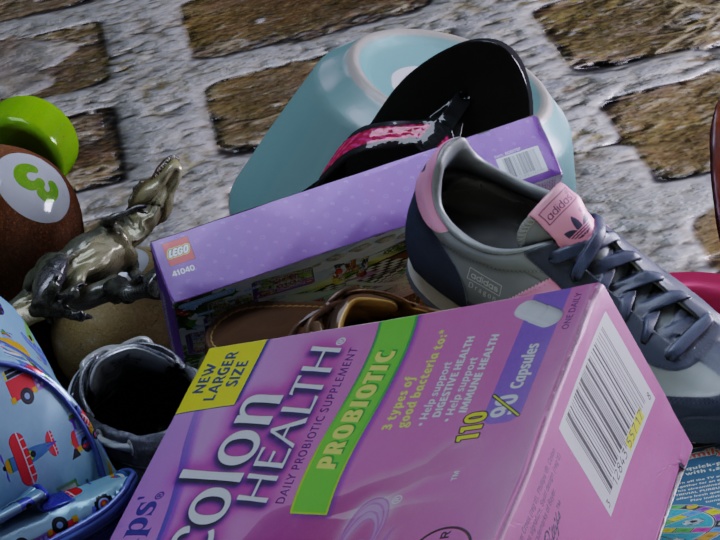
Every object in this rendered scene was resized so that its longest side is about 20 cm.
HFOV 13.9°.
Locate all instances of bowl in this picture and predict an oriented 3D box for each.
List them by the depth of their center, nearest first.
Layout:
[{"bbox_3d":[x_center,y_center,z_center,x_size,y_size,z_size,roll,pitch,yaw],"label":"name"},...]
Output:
[{"bbox_3d":[0.037,-0.059,1.603,0.200,0.105,0.201,13,29,-7],"label":"bowl"}]

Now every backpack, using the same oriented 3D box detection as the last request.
[{"bbox_3d":[-0.177,0.112,1.246,0.182,0.201,0.134,-22,22,-27],"label":"backpack"}]

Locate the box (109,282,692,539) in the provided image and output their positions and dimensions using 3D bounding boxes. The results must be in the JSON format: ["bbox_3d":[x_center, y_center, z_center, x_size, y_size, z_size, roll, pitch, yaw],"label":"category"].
[{"bbox_3d":[0.009,0.109,1.190,0.199,0.097,0.176,-11,36,33],"label":"box"}]

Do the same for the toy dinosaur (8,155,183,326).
[{"bbox_3d":[-0.145,0.007,1.478,0.200,0.048,0.088,-34,23,-31],"label":"toy dinosaur"}]

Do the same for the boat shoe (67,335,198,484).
[{"bbox_3d":[-0.102,0.063,1.360,0.071,0.068,0.200,-23,21,-6],"label":"boat shoe"}]

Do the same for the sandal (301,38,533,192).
[{"bbox_3d":[0.010,-0.038,1.505,0.200,0.075,0.045,-41,-3,13],"label":"sandal"}]

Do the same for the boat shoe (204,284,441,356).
[{"bbox_3d":[0.003,0.037,1.334,0.200,0.068,0.072,11,46,44],"label":"boat shoe"}]

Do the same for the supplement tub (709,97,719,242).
[{"bbox_3d":[0.290,-0.054,1.550,0.199,0.107,0.107,-5,21,19],"label":"supplement tub"}]

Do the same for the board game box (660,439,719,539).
[{"bbox_3d":[0.165,0.119,1.251,0.150,0.047,0.200,-11,20,6],"label":"board game box"}]

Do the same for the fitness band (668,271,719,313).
[{"bbox_3d":[0.122,0.055,1.468,0.199,0.038,0.144,-21,25,-19],"label":"fitness band"}]

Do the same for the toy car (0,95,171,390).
[{"bbox_3d":[-0.132,0.013,1.582,0.199,0.158,0.164,7,38,16],"label":"toy car"}]

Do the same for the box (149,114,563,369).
[{"bbox_3d":[0.000,0.000,1.458,0.199,0.137,0.039,-18,64,-8],"label":"box"}]

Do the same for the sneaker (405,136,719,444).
[{"bbox_3d":[0.102,0.008,1.322,0.199,0.082,0.070,25,51,25],"label":"sneaker"}]
